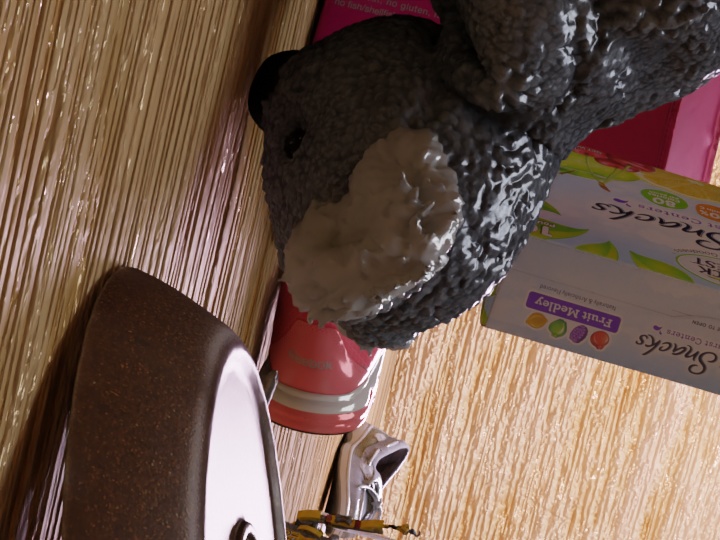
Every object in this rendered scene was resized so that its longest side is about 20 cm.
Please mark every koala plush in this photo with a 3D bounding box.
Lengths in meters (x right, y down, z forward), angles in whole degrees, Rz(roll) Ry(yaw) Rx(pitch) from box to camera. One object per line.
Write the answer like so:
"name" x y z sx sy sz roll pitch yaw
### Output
"koala plush" 0.034 -0.063 0.777 0.201 0.183 0.177 -63 175 -5

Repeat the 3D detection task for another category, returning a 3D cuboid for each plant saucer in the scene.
"plant saucer" -0.046 0.099 0.613 0.200 0.034 0.202 -3 90 -85

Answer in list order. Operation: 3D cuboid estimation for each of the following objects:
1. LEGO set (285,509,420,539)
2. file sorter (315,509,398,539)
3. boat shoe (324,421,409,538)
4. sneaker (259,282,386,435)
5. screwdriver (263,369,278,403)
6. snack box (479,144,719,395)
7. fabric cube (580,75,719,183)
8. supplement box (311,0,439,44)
"LEGO set" 0.009 0.187 1.244 0.154 0.199 0.116 -38 146 -50
"file sorter" -0.009 0.312 1.834 0.200 0.124 0.140 -63 167 -77
"boat shoe" 0.006 0.206 2.130 0.202 0.064 0.075 -65 168 -73
"sneaker" 0.000 0.000 1.122 0.200 0.073 0.087 -70 172 -57
"screwdriver" -0.065 0.115 0.918 0.029 0.028 0.201 -40 -159 36
"snack box" 0.159 0.005 0.993 0.142 0.199 0.053 -71 177 -66
"fabric cube" 0.137 -0.125 1.468 0.196 0.198 0.201 41 63 -72
"supplement box" 0.034 -0.103 0.995 0.101 0.103 0.201 92 14 -73
